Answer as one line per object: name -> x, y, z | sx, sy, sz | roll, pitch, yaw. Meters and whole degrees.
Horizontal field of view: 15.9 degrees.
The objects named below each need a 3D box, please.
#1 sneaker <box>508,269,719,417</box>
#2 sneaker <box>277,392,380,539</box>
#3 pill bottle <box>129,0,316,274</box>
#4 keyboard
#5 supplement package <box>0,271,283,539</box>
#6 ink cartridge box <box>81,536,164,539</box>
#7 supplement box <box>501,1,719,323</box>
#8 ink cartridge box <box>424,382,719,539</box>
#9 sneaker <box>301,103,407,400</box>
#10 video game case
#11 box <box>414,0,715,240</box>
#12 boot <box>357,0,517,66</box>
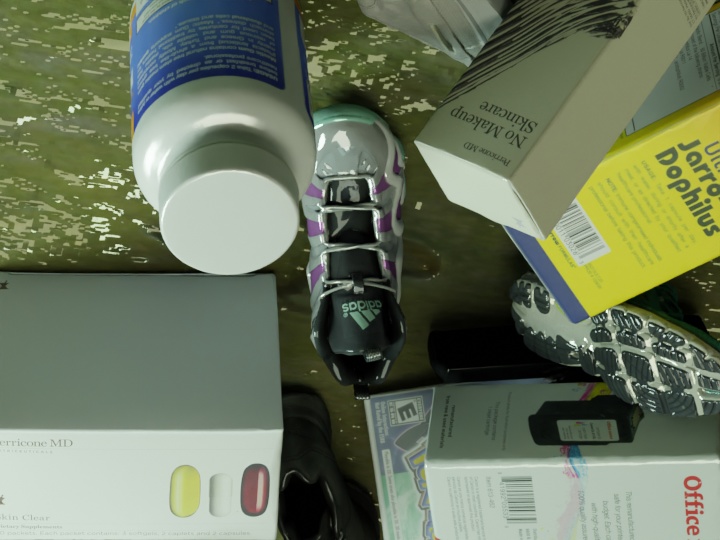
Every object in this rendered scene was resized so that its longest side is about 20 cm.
sneaker -> 0.184, 0.033, 1.720 | 0.080, 0.200, 0.078 | -29, 126, -26
sneaker -> -0.034, 0.182, 1.895 | 0.076, 0.091, 0.200 | -18, 133, 9
pill bottle -> -0.084, -0.094, 1.561 | 0.112, 0.200, 0.112 | -3, 132, -3
keyboard -> 0.149, 0.070, 1.798 | 0.199, 0.104, 0.040 | -4, 111, -1
supplement package -> -0.155, 0.091, 1.754 | 0.199, 0.156, 0.111 | 0, 132, -5
ink cartridge box -> -0.187, 0.201, 1.822 | 0.146, 0.200, 0.084 | -24, 129, 15
supplement box -> 0.194, -0.073, 1.663 | 0.200, 0.109, 0.110 | -26, 123, 18
ink cartridge box -> 0.152, 0.155, 1.754 | 0.199, 0.083, 0.146 | -2, 129, 9
sneaker -> 0.000, 0.000, 1.695 | 0.077, 0.140, 0.200 | -7, 133, 2
video game case -> 0.105, 0.175, 1.847 | 0.182, 0.201, 0.023 | -9, 176, 9
box -> 0.126, -0.123, 1.558 | 0.200, 0.082, 0.068 | -55, 143, -16
boot -> 0.060, -0.166, 1.611 | 0.095, 0.074, 0.200 | 4, 151, 29
